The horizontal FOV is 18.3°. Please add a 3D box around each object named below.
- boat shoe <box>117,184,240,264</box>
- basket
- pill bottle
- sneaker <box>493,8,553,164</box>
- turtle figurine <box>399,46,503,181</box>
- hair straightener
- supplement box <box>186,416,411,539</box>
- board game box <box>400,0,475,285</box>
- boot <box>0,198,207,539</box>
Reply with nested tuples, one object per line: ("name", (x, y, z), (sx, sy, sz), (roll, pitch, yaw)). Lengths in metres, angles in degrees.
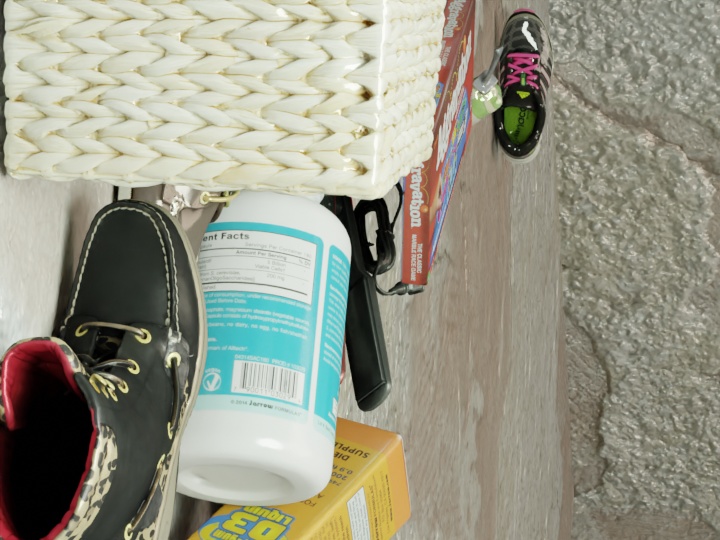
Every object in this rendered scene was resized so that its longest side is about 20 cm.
("boat shoe", (-0.098, -0.065, 1.250), (0.072, 0.059, 0.202), (45, 47, -76))
("basket", (-0.058, -0.128, 1.091), (0.198, 0.198, 0.162), (-41, 133, -77))
("pill bottle", (-0.063, 0.029, 1.308), (0.111, 0.110, 0.202), (67, 26, -65))
("sneaker", (0.210, -0.235, 2.868), (0.087, 0.073, 0.202), (-58, 153, -82))
("turtle figurine", (0.048, -0.182, 1.814), (0.194, 0.143, 0.201), (-80, 170, -58))
("hair straightener", (0.000, 0.000, 1.404), (0.041, 0.077, 0.201), (-44, -140, 40))
("supplement box", (-0.049, 0.168, 1.330), (0.200, 0.066, 0.069), (-44, 137, -43))
("board game box", (0.050, -0.088, 1.393), (0.200, 0.019, 0.104), (-72, 164, -56))
("boot", (-0.130, 0.053, 1.069), (0.151, 0.073, 0.202), (45, 52, -75))
